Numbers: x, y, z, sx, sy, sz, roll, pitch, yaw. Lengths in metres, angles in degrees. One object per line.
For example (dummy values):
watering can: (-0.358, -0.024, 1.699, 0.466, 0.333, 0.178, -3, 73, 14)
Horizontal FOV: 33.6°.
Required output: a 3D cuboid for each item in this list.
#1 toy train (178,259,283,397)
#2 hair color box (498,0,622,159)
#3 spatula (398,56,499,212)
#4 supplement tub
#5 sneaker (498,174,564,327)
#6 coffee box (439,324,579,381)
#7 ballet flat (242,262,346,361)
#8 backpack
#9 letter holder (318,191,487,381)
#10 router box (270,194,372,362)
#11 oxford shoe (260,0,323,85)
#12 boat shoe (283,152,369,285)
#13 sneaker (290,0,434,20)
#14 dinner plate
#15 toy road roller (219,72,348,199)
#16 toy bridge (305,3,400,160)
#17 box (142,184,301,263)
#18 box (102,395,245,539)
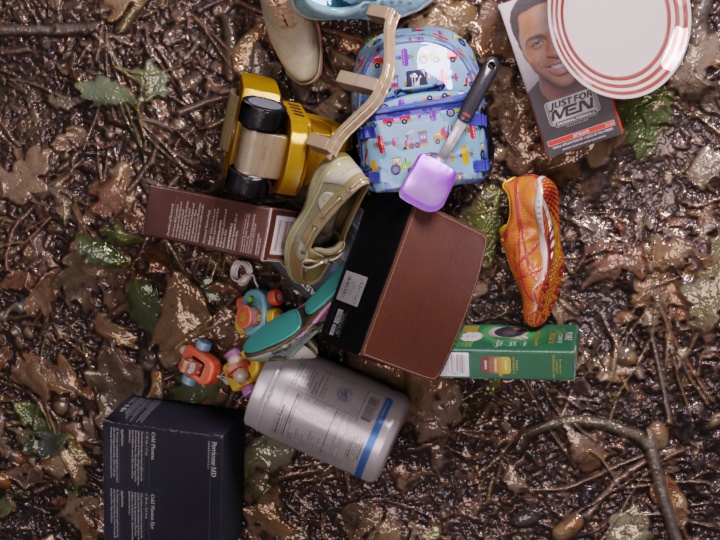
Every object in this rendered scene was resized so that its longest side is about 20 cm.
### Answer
toy train: (-0.187, 0.092, 1.650, 0.150, 0.055, 0.201, 35, 107, 29)
hair color box: (0.250, -0.252, 1.484, 0.101, 0.061, 0.201, -18, 99, 16)
spatula: (0.114, -0.164, 1.418, 0.056, 0.021, 0.201, 28, 94, -6)
supplement tub: (-0.044, 0.192, 1.627, 0.199, 0.132, 0.133, 24, 108, 7)
sneaker: (0.221, -0.026, 1.555, 0.077, 0.073, 0.202, 4, 102, 34)
coffee box: (0.185, 0.106, 1.559, 0.198, 0.123, 0.044, -1, 103, 11)
ballet flat: (-0.062, 0.070, 1.567, 0.200, 0.069, 0.071, -39, 119, 13)
backpack: (0.074, -0.204, 1.493, 0.181, 0.135, 0.202, -3, 97, 1)
letter holder: (0.059, 0.022, 1.503, 0.142, 0.100, 0.201, 22, 87, -34)
router box: (0.000, 0.000, 1.604, 0.200, 0.062, 0.150, 44, 110, -1)
oxford shoe: (-0.102, -0.335, 1.535, 0.070, 0.074, 0.201, -15, 100, 16)
boat shoe: (-0.040, -0.052, 1.499, 0.063, 0.073, 0.202, 46, 130, 30)
sneaker: (0.015, -0.343, 1.479, 0.198, 0.082, 0.075, -13, 103, -7)
dinner plate: (0.309, -0.307, 1.436, 0.199, 0.024, 0.202, -1, 93, -20)
toy road roller: (-0.099, -0.164, 1.533, 0.145, 0.200, 0.124, 9, 111, -15)
toy bridge: (0.002, -0.223, 1.434, 0.067, 0.027, 0.201, 19, 82, 36)
box: (-0.179, -0.061, 1.575, 0.199, 0.100, 0.076, 14, 95, 29)
box: (-0.268, 0.300, 1.720, 0.181, 0.104, 0.202, 7, 106, 12)
